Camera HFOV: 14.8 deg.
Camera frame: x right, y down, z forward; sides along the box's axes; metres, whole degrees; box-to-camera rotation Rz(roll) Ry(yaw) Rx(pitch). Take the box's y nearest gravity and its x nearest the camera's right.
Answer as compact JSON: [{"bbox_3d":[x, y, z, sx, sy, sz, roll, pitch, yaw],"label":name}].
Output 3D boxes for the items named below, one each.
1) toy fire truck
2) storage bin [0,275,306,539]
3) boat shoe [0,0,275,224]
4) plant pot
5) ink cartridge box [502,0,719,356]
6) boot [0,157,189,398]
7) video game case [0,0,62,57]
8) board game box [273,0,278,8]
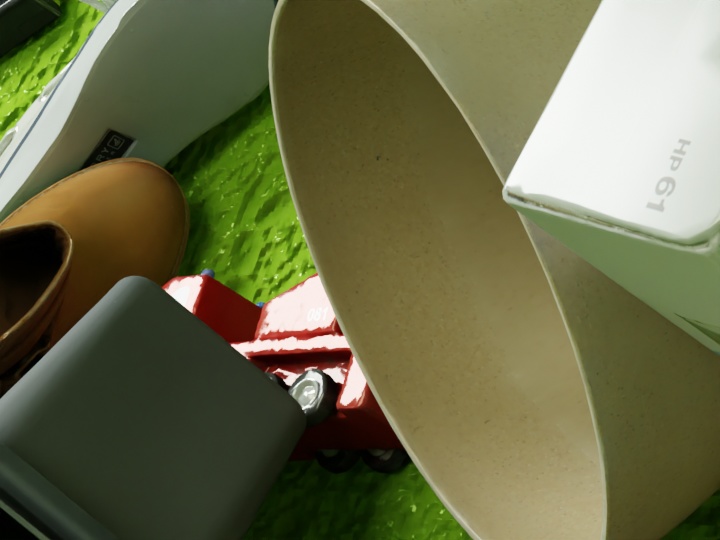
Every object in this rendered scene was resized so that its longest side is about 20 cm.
[{"bbox_3d":[0.000,0.000,1.005,0.200,0.049,0.141,-5,60,46],"label":"toy fire truck"},{"bbox_3d":[-0.117,0.094,0.951,0.200,0.145,0.134,-47,5,44],"label":"storage bin"},{"bbox_3d":[-0.097,-0.080,1.155,0.202,0.075,0.086,-52,34,22],"label":"boat shoe"},{"bbox_3d":[0.077,-0.020,0.852,0.134,0.201,0.200,-25,35,-18],"label":"plant pot"},{"bbox_3d":[0.153,-0.031,0.741,0.085,0.200,0.145,19,78,51],"label":"ink cartridge box"},{"bbox_3d":[-0.124,0.007,1.030,0.200,0.074,0.155,-45,-4,-25],"label":"boot"},{"bbox_3d":[-0.220,-0.149,1.364,0.200,0.025,0.181,-30,45,31],"label":"video game case"},{"bbox_3d":[0.015,-0.169,1.007,0.158,0.200,0.039,-40,83,-4],"label":"board game box"}]
